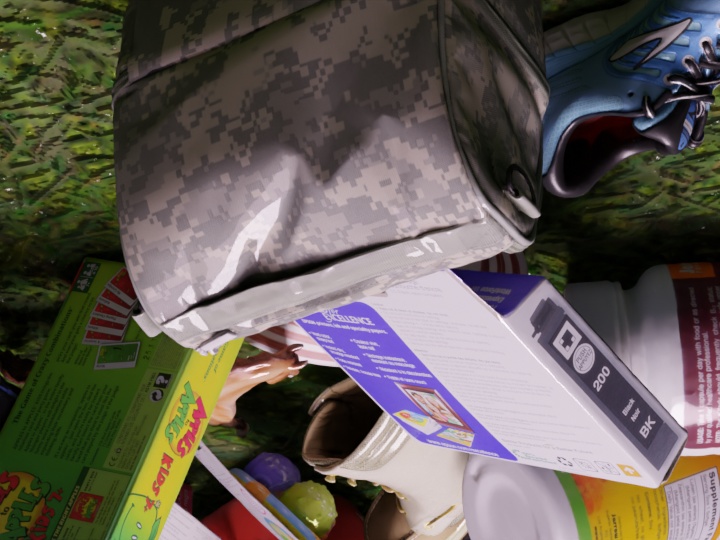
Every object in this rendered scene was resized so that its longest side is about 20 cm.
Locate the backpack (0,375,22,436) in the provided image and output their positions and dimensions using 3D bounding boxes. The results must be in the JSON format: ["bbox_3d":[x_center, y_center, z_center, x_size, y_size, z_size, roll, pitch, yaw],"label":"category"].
[{"bbox_3d":[-0.302,0.077,0.944,0.190,0.154,0.200,22,153,33],"label":"backpack"}]

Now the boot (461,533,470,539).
[{"bbox_3d":[0.114,0.209,1.120,0.069,0.175,0.200,18,142,-24],"label":"boot"}]

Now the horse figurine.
[{"bbox_3d":[-0.141,0.076,1.025,0.199,0.050,0.133,6,163,-7],"label":"horse figurine"}]

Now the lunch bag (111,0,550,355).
[{"bbox_3d":[-0.016,-0.061,0.735,0.199,0.168,0.139,-17,142,25],"label":"lunch bag"}]

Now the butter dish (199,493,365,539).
[{"bbox_3d":[-0.031,0.253,1.225,0.148,0.200,0.199,-27,173,-46],"label":"butter dish"}]

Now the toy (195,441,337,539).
[{"bbox_3d":[-0.034,0.170,1.063,0.200,0.047,0.115,48,166,0],"label":"toy"}]

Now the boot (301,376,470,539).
[{"bbox_3d":[0.021,0.134,1.087,0.154,0.072,0.200,13,139,-34],"label":"boot"}]

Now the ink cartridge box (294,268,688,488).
[{"bbox_3d":[0.046,0.038,0.863,0.198,0.043,0.200,5,148,50],"label":"ink cartridge box"}]

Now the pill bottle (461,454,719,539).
[{"bbox_3d":[0.175,0.135,1.023,0.199,0.111,0.111,-15,154,-28],"label":"pill bottle"}]

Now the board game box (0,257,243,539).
[{"bbox_3d":[-0.148,0.092,0.913,0.101,0.201,0.048,7,149,26],"label":"board game box"}]

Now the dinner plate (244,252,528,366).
[{"bbox_3d":[0.000,0.000,0.952,0.199,0.024,0.200,1,146,1],"label":"dinner plate"}]

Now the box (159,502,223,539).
[{"bbox_3d":[-0.155,0.166,1.089,0.039,0.042,0.200,10,155,36],"label":"box"}]

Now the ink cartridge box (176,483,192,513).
[{"bbox_3d":[-0.246,0.187,1.177,0.200,0.085,0.145,28,137,-35],"label":"ink cartridge box"}]

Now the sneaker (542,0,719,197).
[{"bbox_3d":[0.158,-0.095,0.749,0.078,0.090,0.200,27,136,-33],"label":"sneaker"}]

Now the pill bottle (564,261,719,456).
[{"bbox_3d":[0.223,0.050,0.940,0.199,0.115,0.114,-3,146,5],"label":"pill bottle"}]
